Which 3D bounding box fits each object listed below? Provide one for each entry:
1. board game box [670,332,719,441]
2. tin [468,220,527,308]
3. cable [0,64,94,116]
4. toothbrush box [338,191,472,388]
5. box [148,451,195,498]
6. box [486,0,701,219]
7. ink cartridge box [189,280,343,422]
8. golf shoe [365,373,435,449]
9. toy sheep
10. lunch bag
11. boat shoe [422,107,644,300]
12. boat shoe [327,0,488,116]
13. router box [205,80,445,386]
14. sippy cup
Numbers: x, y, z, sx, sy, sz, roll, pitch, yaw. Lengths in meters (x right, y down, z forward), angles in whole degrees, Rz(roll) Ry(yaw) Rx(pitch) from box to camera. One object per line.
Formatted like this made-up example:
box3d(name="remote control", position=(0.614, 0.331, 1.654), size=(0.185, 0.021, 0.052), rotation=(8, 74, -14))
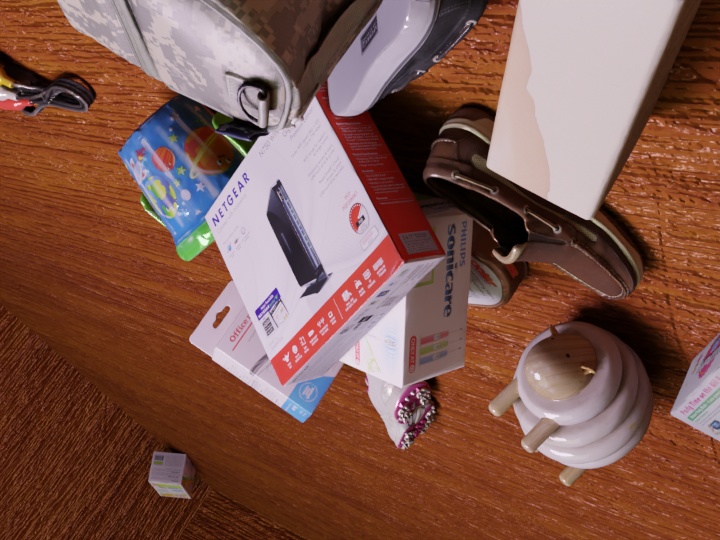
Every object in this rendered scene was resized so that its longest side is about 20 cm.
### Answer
box3d(name="board game box", position=(0.360, 0.114, 0.741), size=(0.199, 0.065, 0.148), rotation=(29, 157, 11))
box3d(name="tin", position=(0.071, -0.012, 0.931), size=(0.199, 0.042, 0.112), rotation=(5, 148, 51))
box3d(name="cable", position=(-0.394, -0.206, 1.173), size=(0.199, 0.050, 0.097), rotation=(23, 154, 30))
box3d(name="toothbrush box", position=(0.000, 0.000, 0.876), size=(0.199, 0.086, 0.147), rotation=(19, 113, 44))
box3d(name="box", position=(-0.620, 0.678, 3.203), size=(0.111, 0.102, 0.201), rotation=(5, 154, 3))
box3d(name="box", position=(0.132, -0.126, 0.533), size=(0.077, 0.095, 0.201), rotation=(29, 156, 14))
box3d(name="ink cartridge box", position=(-0.124, 0.102, 1.335), size=(0.199, 0.116, 0.067), rotation=(34, 159, -1))
box3d(name="golf shoe", position=(0.052, 0.176, 1.320), size=(0.091, 0.075, 0.201), rotation=(42, 160, 24))
box3d(name="toy sheep", position=(0.202, 0.119, 0.887), size=(0.137, 0.139, 0.200), rotation=(16, 163, 38))
box3d(name="lunch bag", position=(-0.058, -0.187, 0.533), size=(0.167, 0.201, 0.140), rotation=(29, 158, 14))
box3d(name="boat shoe", position=(0.129, -0.032, 0.751), size=(0.202, 0.075, 0.075), rotation=(38, 158, -8))
box3d(name="boat shoe", position=(0.025, -0.154, 0.670), size=(0.056, 0.070, 0.200), rotation=(-1, 173, -18))
box3d(name="router box", position=(-0.039, -0.030, 0.811), size=(0.200, 0.049, 0.181), rotation=(-47, 63, 42))
box3d(name="sippy cup", position=(-0.167, -0.102, 0.976), size=(0.131, 0.177, 0.140), rotation=(48, -163, -8))
